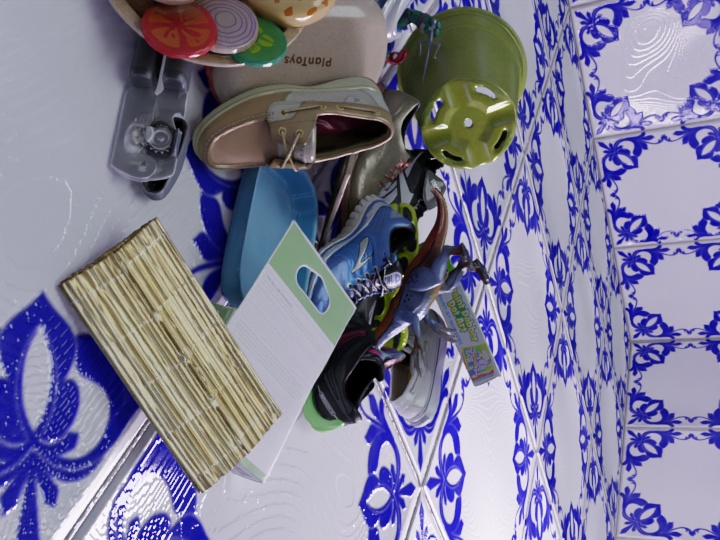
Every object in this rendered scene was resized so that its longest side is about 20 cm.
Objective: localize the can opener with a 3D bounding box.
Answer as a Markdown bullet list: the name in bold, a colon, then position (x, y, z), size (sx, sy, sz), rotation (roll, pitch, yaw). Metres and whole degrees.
- **can opener**: position (-0.170, -0.161, 0.652), size (0.067, 0.052, 0.204), rotation (105, -10, -70)

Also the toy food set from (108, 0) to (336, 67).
- **toy food set**: position (-0.126, -0.259, 0.631), size (0.200, 0.049, 0.198), rotation (45, 63, -6)

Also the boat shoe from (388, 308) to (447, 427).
- **boat shoe**: position (0.072, 0.119, 1.054), size (0.070, 0.071, 0.202), rotation (38, 40, -24)

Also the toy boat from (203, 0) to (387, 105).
- **toy boat**: position (-0.073, -0.234, 0.771), size (0.197, 0.131, 0.132), rotation (-7, 125, -31)

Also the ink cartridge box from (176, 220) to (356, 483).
- **ink cartridge box**: position (-0.091, 0.074, 0.703), size (0.146, 0.047, 0.202), rotation (55, 52, -44)

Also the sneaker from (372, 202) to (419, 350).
- **sneaker**: position (0.036, 0.006, 0.989), size (0.084, 0.073, 0.203), rotation (-82, 177, -69)

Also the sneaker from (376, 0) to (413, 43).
- **sneaker**: position (0.006, -0.376, 0.917), size (0.144, 0.080, 0.204), rotation (5, 88, -24)

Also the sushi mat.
- **sushi mat**: position (-0.144, 0.068, 0.599), size (0.095, 0.012, 0.202), rotation (-40, 107, -35)

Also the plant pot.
- **plant pot**: position (0.148, -0.244, 1.073), size (0.185, 0.197, 0.202), rotation (-84, 155, -54)

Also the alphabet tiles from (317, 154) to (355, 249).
- **alphabet tiles**: position (-0.014, -0.138, 0.876), size (0.168, 0.007, 0.203), rotation (115, -10, -58)

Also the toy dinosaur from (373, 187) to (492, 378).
- **toy dinosaur**: position (0.071, 0.037, 0.938), size (0.105, 0.180, 0.203), rotation (21, 44, -60)

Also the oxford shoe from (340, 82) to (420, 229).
- **oxford shoe**: position (0.023, -0.132, 0.948), size (0.070, 0.074, 0.204), rotation (13, 91, -82)

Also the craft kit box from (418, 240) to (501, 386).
- **craft kit box**: position (0.135, 0.056, 1.077), size (0.198, 0.048, 0.203), rotation (48, 19, -85)

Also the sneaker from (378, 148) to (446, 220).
- **sneaker**: position (0.074, -0.102, 1.064), size (0.067, 0.089, 0.202), rotation (57, 38, -44)

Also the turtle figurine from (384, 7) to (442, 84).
- **turtle figurine**: position (0.023, -0.347, 1.006), size (0.147, 0.100, 0.204), rotation (-10, 100, -23)

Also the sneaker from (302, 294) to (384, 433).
- **sneaker**: position (-0.004, 0.099, 0.883), size (0.077, 0.082, 0.202), rotation (56, 38, -44)

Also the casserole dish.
- **casserole dish**: position (-0.094, -0.029, 0.776), size (0.121, 0.038, 0.203), rotation (43, 48, -53)

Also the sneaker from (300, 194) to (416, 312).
- **sneaker**: position (0.000, 0.000, 0.860), size (0.201, 0.088, 0.079), rotation (-55, 158, -28)

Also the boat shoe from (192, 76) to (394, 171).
- **boat shoe**: position (-0.058, -0.133, 0.716), size (0.067, 0.197, 0.075), rotation (58, -21, 33)
